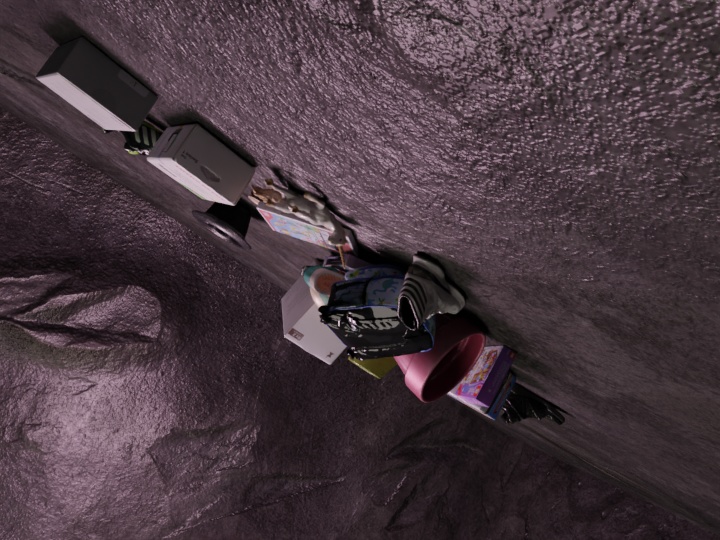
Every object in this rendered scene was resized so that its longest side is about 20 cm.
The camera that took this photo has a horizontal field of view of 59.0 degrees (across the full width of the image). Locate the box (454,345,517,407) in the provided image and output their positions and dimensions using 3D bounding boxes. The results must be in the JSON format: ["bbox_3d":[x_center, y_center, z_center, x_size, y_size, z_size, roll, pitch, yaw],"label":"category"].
[{"bbox_3d":[0.292,0.247,1.499,0.039,0.137,0.200,31,171,0],"label":"box"}]

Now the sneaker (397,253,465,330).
[{"bbox_3d":[0.118,0.061,1.155,0.075,0.116,0.200,24,168,36],"label":"sneaker"}]

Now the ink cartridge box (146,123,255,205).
[{"bbox_3d":[-0.311,-0.205,1.233,0.145,0.084,0.200,37,169,-31],"label":"ink cartridge box"}]

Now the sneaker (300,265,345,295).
[{"bbox_3d":[-0.046,0.030,1.402,0.199,0.072,0.080,26,-176,-42],"label":"sneaker"}]

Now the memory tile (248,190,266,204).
[{"bbox_3d":[-0.150,-0.112,1.415,0.199,0.017,0.153,25,168,34],"label":"memory tile"}]

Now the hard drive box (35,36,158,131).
[{"bbox_3d":[-0.479,-0.329,1.149,0.156,0.077,0.199,38,169,-37],"label":"hard drive box"}]

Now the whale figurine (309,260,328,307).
[{"bbox_3d":[-0.036,0.053,1.584,0.103,0.160,0.200,-20,135,32],"label":"whale figurine"}]

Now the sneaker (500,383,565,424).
[{"bbox_3d":[0.477,0.408,1.817,0.198,0.115,0.076,29,172,4],"label":"sneaker"}]

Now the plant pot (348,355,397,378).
[{"bbox_3d":[0.060,0.156,1.565,0.186,0.201,0.187,30,170,6],"label":"plant pot"}]

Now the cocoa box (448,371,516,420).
[{"bbox_3d":[0.292,0.288,1.712,0.199,0.134,0.131,25,169,36],"label":"cocoa box"}]

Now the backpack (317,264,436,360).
[{"bbox_3d":[0.050,0.078,1.268,0.199,0.148,0.183,-6,140,28],"label":"backpack"}]

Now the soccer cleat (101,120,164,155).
[{"bbox_3d":[-0.444,-0.268,1.337,0.199,0.081,0.068,32,170,-4],"label":"soccer cleat"}]

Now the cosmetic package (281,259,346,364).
[{"bbox_3d":[-0.104,0.111,1.746,0.164,0.165,0.200,34,-163,-25],"label":"cosmetic package"}]

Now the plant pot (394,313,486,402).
[{"bbox_3d":[0.145,0.155,1.394,0.179,0.200,0.200,43,178,32],"label":"plant pot"}]

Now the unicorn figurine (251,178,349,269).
[{"bbox_3d":[-0.098,-0.106,1.159,0.200,0.074,0.137,43,-174,26],"label":"unicorn figurine"}]

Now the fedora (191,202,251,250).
[{"bbox_3d":[-0.345,-0.135,1.673,0.200,0.092,0.201,30,171,6],"label":"fedora"}]

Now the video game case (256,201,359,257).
[{"bbox_3d":[-0.105,-0.083,1.309,0.199,0.018,0.143,19,168,11],"label":"video game case"}]

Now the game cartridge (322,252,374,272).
[{"bbox_3d":[0.000,0.000,1.408,0.129,0.039,0.200,18,174,-17],"label":"game cartridge"}]
